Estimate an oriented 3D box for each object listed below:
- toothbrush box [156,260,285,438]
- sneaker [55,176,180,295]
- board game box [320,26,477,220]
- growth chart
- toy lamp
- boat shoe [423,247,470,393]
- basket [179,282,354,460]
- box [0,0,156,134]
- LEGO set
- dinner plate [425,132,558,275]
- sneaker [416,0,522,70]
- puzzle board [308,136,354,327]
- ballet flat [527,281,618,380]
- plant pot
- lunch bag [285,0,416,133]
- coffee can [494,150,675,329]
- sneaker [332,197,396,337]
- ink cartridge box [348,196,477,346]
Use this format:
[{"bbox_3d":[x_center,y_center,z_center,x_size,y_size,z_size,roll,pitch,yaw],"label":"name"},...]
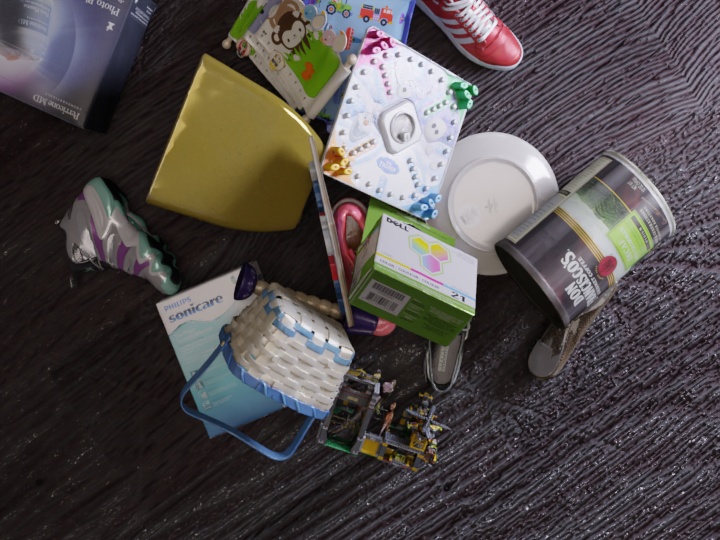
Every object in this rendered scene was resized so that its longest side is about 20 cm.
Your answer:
[{"bbox_3d":[-0.177,0.107,1.339,0.144,0.085,0.203,-23,95,0],"label":"toothbrush box"},{"bbox_3d":[-0.348,-0.014,1.334,0.140,0.078,0.201,-41,76,7],"label":"sneaker"},{"bbox_3d":[0.058,-0.193,1.288,0.198,0.026,0.203,21,87,-35],"label":"board game box"},{"bbox_3d":[-0.095,-0.299,1.285,0.200,0.018,0.146,47,125,17],"label":"growth chart"},{"bbox_3d":[-0.070,0.042,1.289,0.197,0.058,0.059,20,94,-16],"label":"toy lamp"},{"bbox_3d":[0.121,0.071,1.345,0.072,0.068,0.203,11,96,1],"label":"boat shoe"},{"bbox_3d":[-0.111,0.135,1.229,0.175,0.139,0.201,33,98,-26],"label":"basket"},{"bbox_3d":[-0.410,-0.316,1.291,0.197,0.123,0.201,23,95,-2],"label":"box"},{"bbox_3d":[0.030,0.178,1.313,0.197,0.154,0.118,21,111,5],"label":"LEGO set"},{"bbox_3d":[0.187,-0.094,1.361,0.196,0.024,0.204,0,94,1],"label":"dinner plate"},{"bbox_3d":[0.149,-0.355,1.294,0.199,0.112,0.072,39,80,-3],"label":"sneaker"},{"bbox_3d":[-0.040,-0.046,1.217,0.017,0.202,0.152,-12,50,-3],"label":"puzzle board"},{"bbox_3d":[0.304,0.070,1.366,0.067,0.046,0.202,30,87,29],"label":"ballet flat"},{"bbox_3d":[-0.158,-0.150,1.275,0.197,0.195,0.197,22,94,-13],"label":"plant pot"},{"bbox_3d":[-0.019,-0.287,1.320,0.148,0.094,0.204,12,103,-4],"label":"lunch bag"},{"bbox_3d":[0.301,-0.042,1.297,0.199,0.146,0.147,-40,93,-1],"label":"coffee can"},{"bbox_3d":[0.000,0.000,1.333,0.072,0.087,0.204,-18,94,2],"label":"sneaker"},{"bbox_3d":[0.074,-0.022,1.247,0.146,0.202,0.076,24,134,-14],"label":"ink cartridge box"}]
